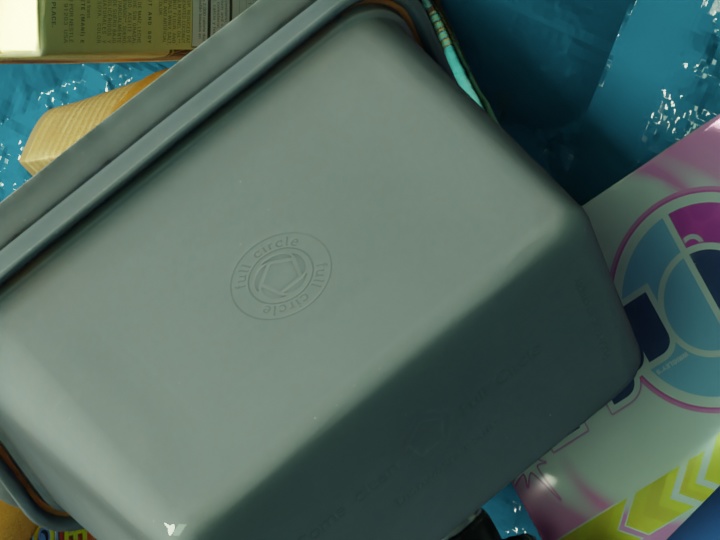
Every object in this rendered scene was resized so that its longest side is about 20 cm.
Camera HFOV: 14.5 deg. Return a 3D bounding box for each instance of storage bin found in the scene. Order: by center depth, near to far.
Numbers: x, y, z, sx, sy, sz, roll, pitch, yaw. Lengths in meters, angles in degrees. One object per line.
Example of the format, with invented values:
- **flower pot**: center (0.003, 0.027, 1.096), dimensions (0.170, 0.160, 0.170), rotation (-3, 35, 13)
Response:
- **storage bin**: center (-0.016, 0.028, 0.870), dimensions (0.200, 0.146, 0.134), rotation (-38, 47, -11)

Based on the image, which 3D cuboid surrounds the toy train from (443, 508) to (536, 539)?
- **toy train**: center (0.056, 0.179, 0.931), dimensions (0.086, 0.114, 0.201), rotation (-18, 102, 47)

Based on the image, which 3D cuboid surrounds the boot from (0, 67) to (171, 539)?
- **boot**: center (-0.076, 0.012, 0.991), dimensions (0.143, 0.071, 0.202), rotation (-6, 58, 38)

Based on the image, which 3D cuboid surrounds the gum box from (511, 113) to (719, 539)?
- **gum box**: center (0.126, 0.018, 0.962), dimensions (0.199, 0.066, 0.114), rotation (-34, 76, 25)

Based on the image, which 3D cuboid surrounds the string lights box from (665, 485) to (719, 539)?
- **string lights box**: center (0.112, 0.135, 0.840), dimensions (0.059, 0.200, 0.104), rotation (9, 116, 31)

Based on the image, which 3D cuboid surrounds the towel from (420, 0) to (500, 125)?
- **towel**: center (0.000, 0.000, 0.998), dimensions (0.147, 0.022, 0.201), rotation (-44, 42, 21)

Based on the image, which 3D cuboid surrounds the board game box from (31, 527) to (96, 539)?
- **board game box**: center (-0.166, 0.100, 1.044), dimensions (0.056, 0.196, 0.202), rotation (0, 93, 26)

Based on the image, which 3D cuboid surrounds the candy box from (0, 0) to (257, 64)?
- **candy box**: center (-0.106, -0.101, 1.001), dimensions (0.115, 0.200, 0.056), rotation (2, 96, 27)
